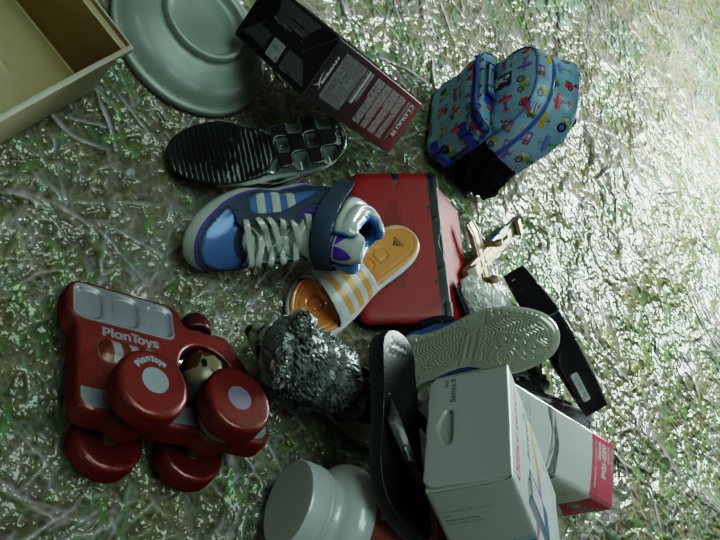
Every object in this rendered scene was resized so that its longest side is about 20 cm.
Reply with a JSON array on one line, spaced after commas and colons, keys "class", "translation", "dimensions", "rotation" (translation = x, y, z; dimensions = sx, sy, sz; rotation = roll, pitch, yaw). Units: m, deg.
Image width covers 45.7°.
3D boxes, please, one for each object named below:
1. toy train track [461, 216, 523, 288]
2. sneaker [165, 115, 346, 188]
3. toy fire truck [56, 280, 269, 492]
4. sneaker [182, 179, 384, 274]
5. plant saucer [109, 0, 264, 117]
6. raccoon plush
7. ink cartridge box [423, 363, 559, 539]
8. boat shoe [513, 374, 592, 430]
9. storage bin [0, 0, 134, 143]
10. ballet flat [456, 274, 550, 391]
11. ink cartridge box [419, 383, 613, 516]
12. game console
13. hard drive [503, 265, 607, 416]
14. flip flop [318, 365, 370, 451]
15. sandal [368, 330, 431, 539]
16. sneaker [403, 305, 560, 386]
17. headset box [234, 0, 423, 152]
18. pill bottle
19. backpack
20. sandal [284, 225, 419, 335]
[{"class": "toy train track", "translation": [0.194, -0.030, 1.187], "dimensions": [0.200, 0.032, 0.117], "rotation": [-40, 118, -52]}, {"class": "sneaker", "translation": [-0.118, -0.121, 0.956], "dimensions": [0.196, 0.089, 0.076], "rotation": [-5, 77, -16]}, {"class": "toy fire truck", "translation": [-0.177, 0.097, 0.781], "dimensions": [0.198, 0.112, 0.170], "rotation": [18, 41, -35]}, {"class": "sneaker", "translation": [-0.067, -0.036, 0.888], "dimensions": [0.198, 0.145, 0.082], "rotation": [-22, 123, -41]}, {"class": "plant saucer", "translation": [-0.185, -0.277, 0.981], "dimensions": [0.198, 0.050, 0.204], "rotation": [19, 59, -34]}, {"class": "raccoon plush", "translation": [-0.020, 0.092, 0.840], "dimensions": [0.196, 0.134, 0.099], "rotation": [9, 74, -12]}, {"class": "ink cartridge box", "translation": [0.131, 0.216, 0.820], "dimensions": [0.146, 0.086, 0.202], "rotation": [-79, 149, -55]}, {"class": "boat shoe", "translation": [0.201, 0.163, 1.063], "dimensions": [0.197, 0.072, 0.069], "rotation": [23, 72, -8]}, {"class": "storage bin", "translation": [-0.354, -0.223, 0.777], "dimensions": [0.200, 0.093, 0.200], "rotation": [52, 46, -10]}, {"class": "ballet flat", "translation": [0.191, 0.083, 1.098], "dimensions": [0.072, 0.071, 0.202], "rotation": [-48, 118, -43]}, {"class": "ink cartridge box", "translation": [0.176, 0.213, 0.995], "dimensions": [0.198, 0.145, 0.086], "rotation": [30, 55, -27]}, {"class": "game console", "translation": [0.066, -0.010, 1.095], "dimensions": [0.169, 0.119, 0.204], "rotation": [-2, 67, -8]}, {"class": "hard drive", "translation": [0.246, 0.083, 1.093], "dimensions": [0.141, 0.037, 0.200], "rotation": [60, 5, -14]}, {"class": "flip flop", "translation": [-0.007, 0.132, 0.934], "dimensions": [0.199, 0.057, 0.082], "rotation": [37, 48, -20]}, {"class": "sandal", "translation": [0.042, 0.153, 0.815], "dimensions": [0.076, 0.042, 0.204], "rotation": [20, 58, -51]}, {"class": "sneaker", "translation": [0.127, 0.081, 0.959], "dimensions": [0.111, 0.197, 0.078], "rotation": [-20, 92, -73]}, {"class": "headset box", "translation": [-0.029, -0.230, 1.001], "dimensions": [0.149, 0.078, 0.199], "rotation": [47, 15, 35]}, {"class": "pill bottle", "translation": [0.007, 0.262, 0.849], "dimensions": [0.198, 0.112, 0.114], "rotation": [29, 53, -27]}, {"class": "backpack", "translation": [0.205, -0.224, 1.191], "dimensions": [0.133, 0.199, 0.185], "rotation": [31, 53, -26]}, {"class": "sandal", "translation": [-0.006, -0.006, 0.970], "dimensions": [0.079, 0.060, 0.206], "rotation": [40, 56, 15]}]
